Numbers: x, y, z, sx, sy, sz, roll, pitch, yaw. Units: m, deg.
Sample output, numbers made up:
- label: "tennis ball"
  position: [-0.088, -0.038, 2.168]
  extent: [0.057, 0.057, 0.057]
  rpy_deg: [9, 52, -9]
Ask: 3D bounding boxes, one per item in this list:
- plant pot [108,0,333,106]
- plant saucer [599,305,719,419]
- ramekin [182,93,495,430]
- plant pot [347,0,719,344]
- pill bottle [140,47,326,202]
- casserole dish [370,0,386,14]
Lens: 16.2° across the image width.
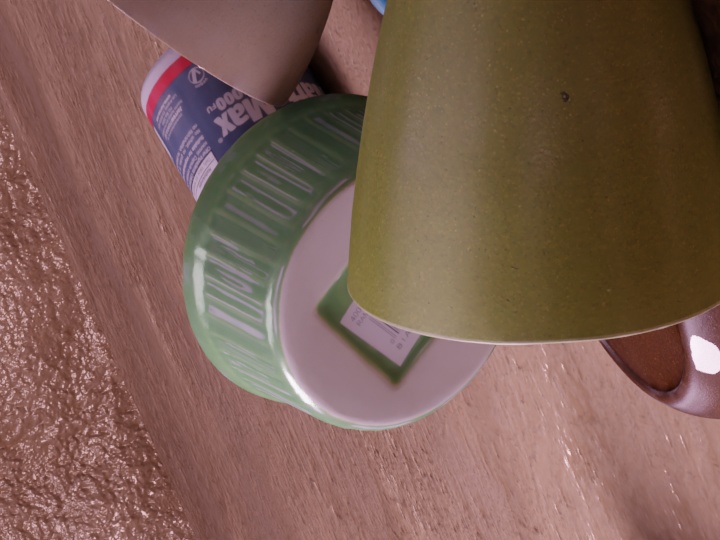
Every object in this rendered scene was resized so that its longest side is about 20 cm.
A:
- label: "plant pot"
  position: [-0.087, -0.213, 1.527]
  extent: [0.200, 0.135, 0.200]
  rpy_deg: [36, -169, -8]
- label: "plant saucer"
  position: [0.143, -0.006, 1.332]
  extent: [0.201, 0.032, 0.200]
  rpy_deg: [58, 166, 23]
- label: "ramekin"
  position: [0.000, 0.000, 1.541]
  extent: [0.098, 0.200, 0.201]
  rpy_deg: [29, 143, 54]
- label: "plant pot"
  position: [0.080, -0.092, 1.148]
  extent: [0.187, 0.186, 0.201]
  rpy_deg: [-143, 45, -62]
- label: "pill bottle"
  position: [-0.060, -0.072, 1.780]
  extent: [0.200, 0.119, 0.120]
  rpy_deg: [58, 165, 22]
- label: "casserole dish"
  position: [0.017, -0.219, 1.400]
  extent: [0.121, 0.039, 0.200]
  rpy_deg: [57, 165, 26]
